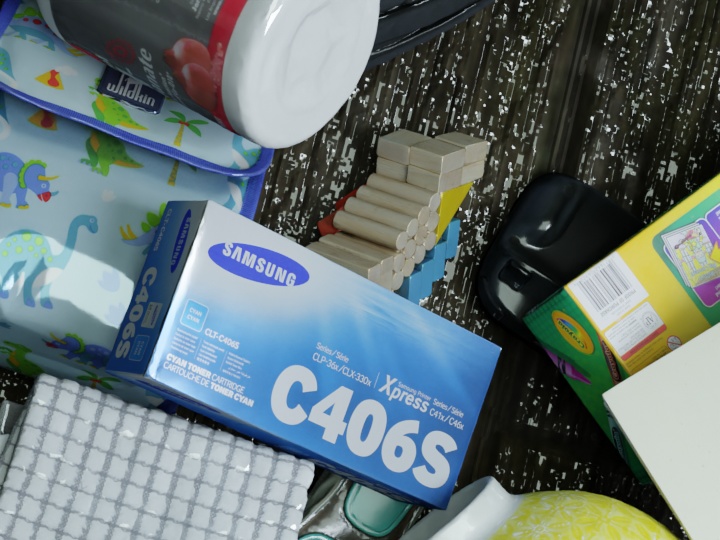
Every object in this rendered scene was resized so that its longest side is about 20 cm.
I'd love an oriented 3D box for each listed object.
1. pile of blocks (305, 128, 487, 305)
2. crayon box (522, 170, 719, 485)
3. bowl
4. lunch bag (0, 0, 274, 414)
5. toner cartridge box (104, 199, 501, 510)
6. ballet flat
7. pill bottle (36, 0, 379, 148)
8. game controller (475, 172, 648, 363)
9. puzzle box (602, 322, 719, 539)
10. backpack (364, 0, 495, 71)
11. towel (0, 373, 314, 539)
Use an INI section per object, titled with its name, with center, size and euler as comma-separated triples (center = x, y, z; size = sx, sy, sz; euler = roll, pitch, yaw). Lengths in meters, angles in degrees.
[pile of blocks]
center = 0.000, 0.000, 1.217
size = 0.062, 0.082, 0.200
euler = 20, 63, 33
[crayon box]
center = 0.205, 0.017, 1.224
size = 0.200, 0.058, 0.119
euler = -34, 86, -28
[bowl]
center = 0.071, 0.175, 1.131
size = 0.200, 0.200, 0.108
euler = -40, 92, -15
[lunch bag]
center = -0.141, -0.044, 1.153
size = 0.170, 0.127, 0.201
euler = 21, 65, -8
[toner cartridge box]
center = -0.025, 0.046, 1.099
size = 0.200, 0.043, 0.095
euler = 26, 76, -32
[ballet flat]
center = -0.009, 0.148, 1.185
size = 0.067, 0.064, 0.200
euler = 38, 78, -9
[pill bottle]
center = -0.098, -0.151, 1.105
size = 0.200, 0.111, 0.111
euler = 29, 75, 27
[game controller]
center = 0.166, 0.028, 1.261
size = 0.200, 0.042, 0.104
euler = 34, 62, -8
[puzzle box]
center = 0.232, 0.115, 1.107
size = 0.133, 0.025, 0.200
euler = -30, 69, 0
[backpack]
center = 0.016, -0.186, 1.196
size = 0.200, 0.163, 0.154
euler = -45, 87, -4
[towel]
center = -0.128, 0.169, 1.083
size = 0.165, 0.086, 0.201
euler = 18, 63, -9
